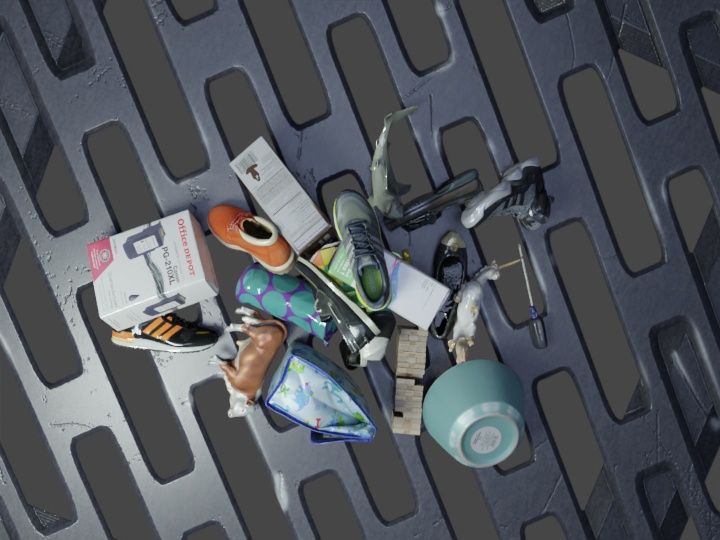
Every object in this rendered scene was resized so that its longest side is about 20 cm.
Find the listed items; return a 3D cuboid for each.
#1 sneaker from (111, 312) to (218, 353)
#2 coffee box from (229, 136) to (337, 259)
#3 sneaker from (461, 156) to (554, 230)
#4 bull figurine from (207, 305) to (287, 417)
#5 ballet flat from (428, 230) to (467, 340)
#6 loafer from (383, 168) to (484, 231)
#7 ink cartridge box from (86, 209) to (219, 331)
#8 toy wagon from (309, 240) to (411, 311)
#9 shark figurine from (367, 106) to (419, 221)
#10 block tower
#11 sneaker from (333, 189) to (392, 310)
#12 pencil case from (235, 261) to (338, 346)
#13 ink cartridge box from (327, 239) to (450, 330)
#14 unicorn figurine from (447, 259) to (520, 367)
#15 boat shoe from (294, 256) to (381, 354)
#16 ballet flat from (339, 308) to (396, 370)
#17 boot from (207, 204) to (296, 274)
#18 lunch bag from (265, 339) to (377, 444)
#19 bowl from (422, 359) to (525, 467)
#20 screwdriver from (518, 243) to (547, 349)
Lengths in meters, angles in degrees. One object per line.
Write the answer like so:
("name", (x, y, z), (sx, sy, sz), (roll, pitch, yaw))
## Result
("sneaker", (-0.358, 0.097, 1.441), (0.195, 0.070, 0.092), (4, 98, 0))
("coffee box", (-0.133, -0.124, 1.392), (0.079, 0.114, 0.201), (-38, 85, 1))
("sneaker", (0.275, -0.111, 1.422), (0.199, 0.075, 0.115), (-39, 101, -23))
("bull figurine", (-0.213, 0.168, 1.453), (0.120, 0.065, 0.203), (29, 96, -4))
("ballet flat", (0.166, 0.029, 1.460), (0.065, 0.057, 0.205), (7, 95, -4))
("loafer", (0.139, -0.115, 1.443), (0.197, 0.072, 0.064), (-29, 101, -1))
("ink cartridge box", (-0.368, -0.001, 1.399), (0.196, 0.085, 0.147), (-19, 68, -1))
("toy wagon", (0.000, 0.000, 1.461), (0.195, 0.040, 0.159), (-13, 95, -1))
("shark figurine", (0.061, -0.184, 1.443), (0.088, 0.128, 0.220), (7, 76, -27))
("block tower", (0.091, 0.199, 1.473), (0.056, 0.054, 0.205), (5, 94, -3))
("sneaker", (0.009, -0.032, 1.252), (0.072, 0.081, 0.204), (-19, 94, -1))
("pencil case", (-0.124, 0.057, 1.414), (0.197, 0.093, 0.086), (24, 55, 15))
("ink cartridge box", (0.045, 0.013, 1.371), (0.197, 0.145, 0.085), (30, 92, -5))
("unicorn figurine", (0.206, 0.065, 1.442), (0.073, 0.137, 0.203), (29, 113, 8))
("boat shoe", (-0.052, 0.054, 1.322), (0.068, 0.072, 0.200), (-45, 67, 4))
("ballet flat", (0.015, 0.132, 1.399), (0.066, 0.200, 0.070), (5, 66, -17))
("boot", (-0.205, -0.077, 1.390), (0.198, 0.108, 0.076), (28, 74, 26))
("lunch bag", (-0.064, 0.229, 1.412), (0.197, 0.170, 0.129), (28, 93, -6))
("bowl", (0.219, 0.274, 1.424), (0.196, 0.106, 0.205), (-4, 117, -8))
("screwdriver", (0.317, 0.050, 1.483), (0.029, 0.028, 0.204), (-16, 94, 29))
